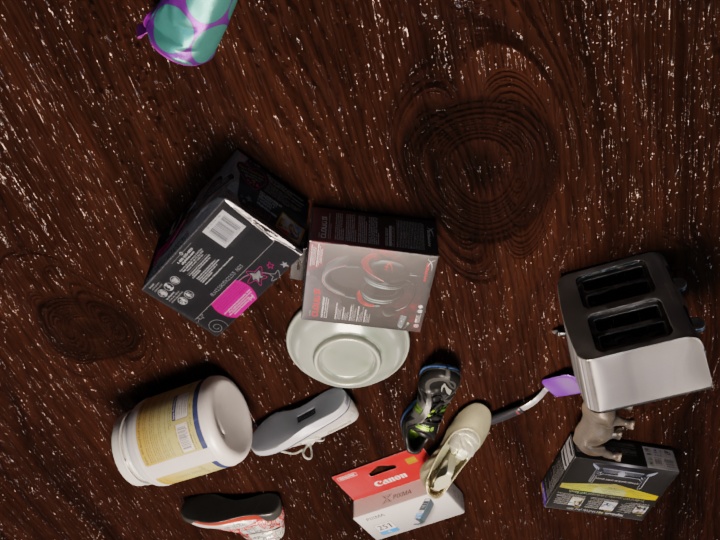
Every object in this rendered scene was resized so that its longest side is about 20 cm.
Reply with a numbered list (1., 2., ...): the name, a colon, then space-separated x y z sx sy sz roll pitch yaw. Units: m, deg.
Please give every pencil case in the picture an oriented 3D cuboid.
1. pencil case: -0.164 -0.318 0.856 0.090 0.086 0.201 10 132 -28

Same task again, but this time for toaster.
1. toaster: 0.368 0.087 1.132 0.195 0.183 0.120 -15 127 13

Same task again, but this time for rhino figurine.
1. rhino figurine: 0.404 0.233 1.333 0.085 0.060 0.204 5 129 4

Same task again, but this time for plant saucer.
1. plant saucer: -0.020 0.126 1.260 0.194 0.051 0.203 1 132 1

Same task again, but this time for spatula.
1. spatula: 0.280 0.220 1.351 0.198 0.021 0.056 -32 124 27

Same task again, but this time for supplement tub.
1. supplement tub: -0.291 0.266 1.327 0.196 0.146 0.146 -19 128 18

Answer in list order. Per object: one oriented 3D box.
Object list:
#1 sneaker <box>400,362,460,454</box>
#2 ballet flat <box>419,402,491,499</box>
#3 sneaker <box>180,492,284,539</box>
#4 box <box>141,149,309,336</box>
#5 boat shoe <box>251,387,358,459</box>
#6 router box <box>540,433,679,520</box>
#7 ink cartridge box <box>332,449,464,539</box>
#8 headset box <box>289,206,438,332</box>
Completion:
1. sneaker: 0.115 0.226 1.321 0.069 0.084 0.202 12 130 -10
2. ballet flat: 0.163 0.315 1.388 0.068 0.070 0.202 20 120 -15
3. sneaker: -0.243 0.488 1.569 0.196 0.068 0.110 -4 129 2
4. box: -0.179 -0.035 1.083 0.131 0.116 0.199 34 123 -24
5. boat shoe: -0.089 0.273 1.381 0.199 0.075 0.086 -30 128 13
6. router box: 0.444 0.373 1.458 0.195 0.053 0.160 10 131 -7
7. ink cartridge box: 0.070 0.420 1.516 0.197 0.045 0.177 -24 127 20
8. headset box: 0.000 0.000 1.133 0.194 0.076 0.151 7 132 -5
